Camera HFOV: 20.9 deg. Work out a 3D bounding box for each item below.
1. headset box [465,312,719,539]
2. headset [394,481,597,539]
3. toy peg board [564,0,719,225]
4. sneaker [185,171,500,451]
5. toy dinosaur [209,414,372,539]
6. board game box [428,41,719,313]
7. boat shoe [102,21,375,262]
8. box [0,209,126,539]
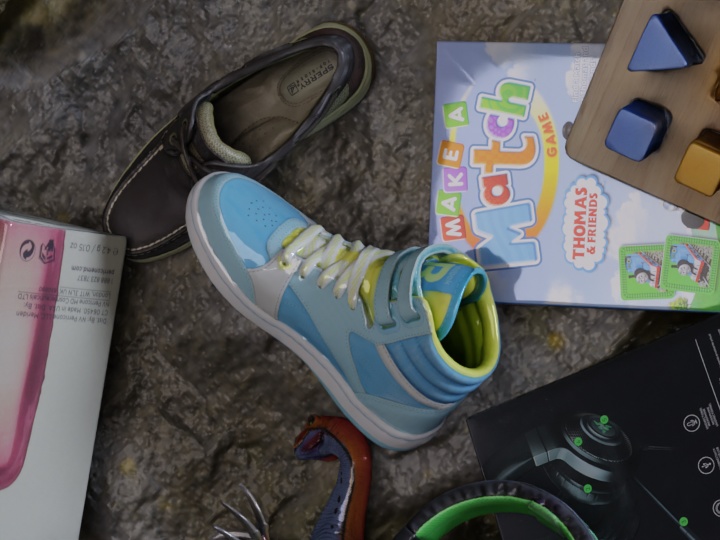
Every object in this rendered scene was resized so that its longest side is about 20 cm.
[{"bbox_3d":[0.170,0.134,1.045,0.199,0.093,0.175,-25,69,20],"label":"headset box"},{"bbox_3d":[0.042,0.197,0.985,0.123,0.094,0.200,30,84,31],"label":"headset"},{"bbox_3d":[0.224,-0.108,1.008,0.198,0.098,0.201,25,107,12],"label":"toy peg board"},{"bbox_3d":[0.000,0.000,1.091,0.200,0.080,0.131,44,141,-5],"label":"sneaker"},{"bbox_3d":[-0.023,0.186,1.151,0.200,0.105,0.182,34,87,-21],"label":"toy dinosaur"},{"bbox_3d":[0.140,-0.053,1.117,0.199,0.037,0.152,2,89,15],"label":"board game box"},{"bbox_3d":[-0.082,-0.079,1.158,0.200,0.065,0.073,-41,81,11],"label":"boat shoe"},{"bbox_3d":[-0.233,0.063,1.155,0.127,0.109,0.201,10,91,33],"label":"box"}]
